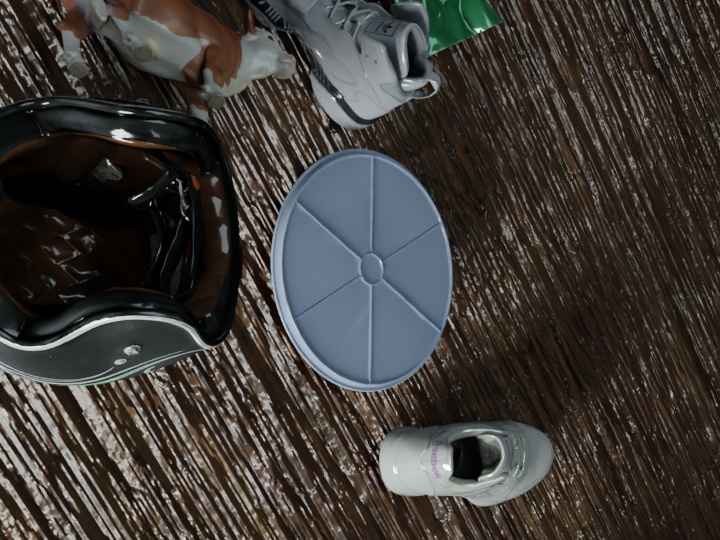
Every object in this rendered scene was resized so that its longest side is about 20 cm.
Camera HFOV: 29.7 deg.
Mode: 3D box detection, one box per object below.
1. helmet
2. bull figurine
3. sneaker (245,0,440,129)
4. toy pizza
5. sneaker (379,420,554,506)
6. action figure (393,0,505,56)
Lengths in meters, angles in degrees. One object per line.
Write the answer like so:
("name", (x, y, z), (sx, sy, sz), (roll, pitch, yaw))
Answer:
("helmet", (-0.185, -0.018, 0.876), (0.200, 0.187, 0.204), (-3, 90, -80))
("bull figurine", (-0.136, -0.165, 1.006), (0.198, 0.065, 0.122), (24, 38, -30))
("sneaker", (-0.014, -0.209, 1.095), (0.075, 0.114, 0.201), (-49, 116, -33))
("toy pizza", (0.000, 0.000, 1.141), (0.198, 0.031, 0.204), (5, 83, -40))
("sneaker", (0.112, 0.169, 1.177), (0.198, 0.099, 0.076), (3, 81, -42))
("action figure", (0.042, -0.291, 1.194), (0.117, 0.054, 0.202), (-28, 97, -38))
